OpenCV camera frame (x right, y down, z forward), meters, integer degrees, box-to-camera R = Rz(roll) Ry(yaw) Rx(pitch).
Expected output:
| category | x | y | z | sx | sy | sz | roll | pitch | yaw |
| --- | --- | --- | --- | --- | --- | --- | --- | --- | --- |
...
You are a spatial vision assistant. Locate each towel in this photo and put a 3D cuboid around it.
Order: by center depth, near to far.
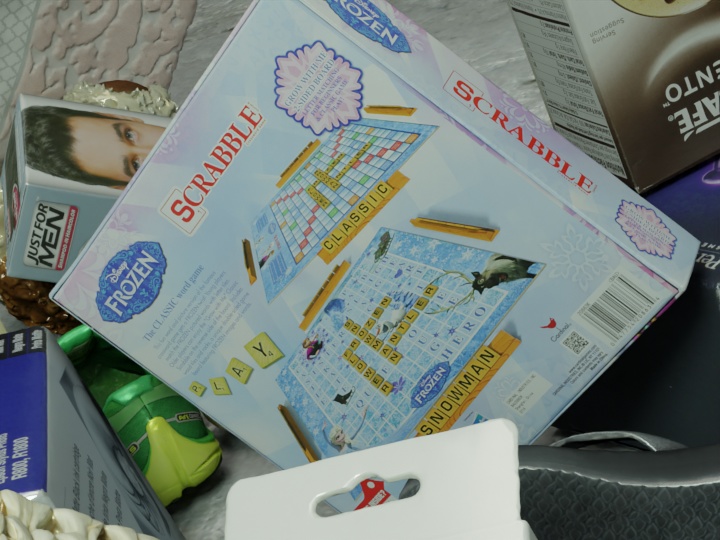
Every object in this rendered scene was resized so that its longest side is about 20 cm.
| category | x | y | z | sx | sy | sz | roll | pitch | yaw |
| --- | --- | --- | --- | --- | --- | --- | --- | --- | --- |
| towel | -0.199 | -0.106 | 1.253 | 0.191 | 0.201 | 0.032 | -2 | 32 | -47 |

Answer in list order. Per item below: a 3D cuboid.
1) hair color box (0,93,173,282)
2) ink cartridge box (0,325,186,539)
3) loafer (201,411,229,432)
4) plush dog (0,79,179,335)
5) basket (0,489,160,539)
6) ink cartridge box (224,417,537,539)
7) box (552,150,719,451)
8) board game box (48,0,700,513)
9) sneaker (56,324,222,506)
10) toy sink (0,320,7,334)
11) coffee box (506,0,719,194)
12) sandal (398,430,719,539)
| category | x | y | z | sx | sy | sz | roll | pitch | yaw |
| --- | --- | --- | --- | --- | --- | --- | --- | --- | --- |
| hair color box | -0.093 | -0.034 | 1.097 | 0.199 | 0.061 | 0.099 | 8 | 31 | -17 |
| ink cartridge box | -0.117 | 0.094 | 0.795 | 0.041 | 0.200 | 0.200 | -32 | 19 | 1 |
| loafer | 0.005 | 0.030 | 1.009 | 0.199 | 0.068 | 0.076 | -15 | 25 | 17 |
| plush dog | -0.167 | -0.009 | 1.186 | 0.199 | 0.161 | 0.172 | -17 | 35 | -36 |
| basket | -0.098 | 0.160 | 0.583 | 0.123 | 0.136 | 0.200 | 17 | 12 | -18 |
| ink cartridge box | 0.014 | 0.157 | 0.648 | 0.116 | 0.068 | 0.201 | -14 | 49 | 17 |
| box | 0.181 | -0.010 | 0.896 | 0.200 | 0.105 | 0.148 | -36 | 28 | -29 |
| board game box | 0.000 | 0.000 | 0.820 | 0.200 | 0.199 | 0.041 | -49 | 6 | 36 |
| sneaker | -0.133 | 0.060 | 1.047 | 0.074 | 0.084 | 0.200 | -31 | 23 | -20 |
| toy sink | -0.207 | 0.119 | 0.932 | 0.200 | 0.131 | 0.112 | -36 | 27 | -30 |
| coffee box | 0.119 | -0.150 | 0.868 | 0.113 | 0.201 | 0.080 | -28 | 21 | -11 |
| sandal | 0.115 | 0.094 | 0.784 | 0.199 | 0.076 | 0.043 | -4 | 29 | 14 |
